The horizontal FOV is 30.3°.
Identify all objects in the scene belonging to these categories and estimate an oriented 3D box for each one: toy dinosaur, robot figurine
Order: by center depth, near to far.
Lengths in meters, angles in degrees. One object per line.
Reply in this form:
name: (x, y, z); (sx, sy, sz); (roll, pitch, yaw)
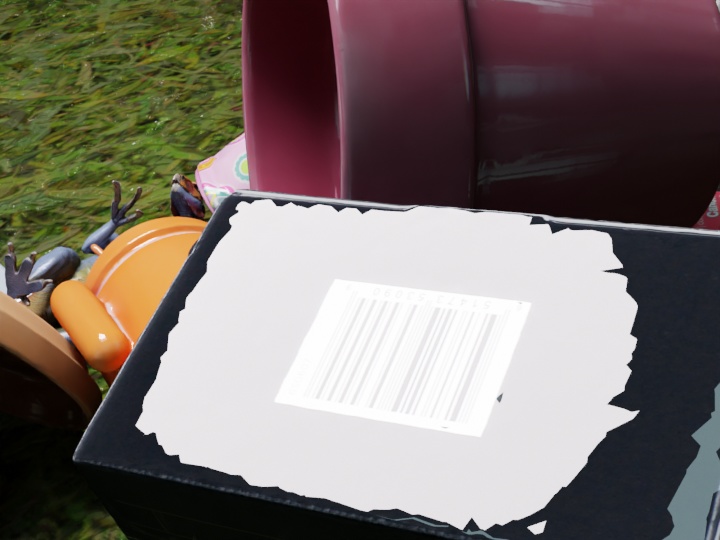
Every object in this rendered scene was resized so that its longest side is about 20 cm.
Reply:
robot figurine: (-0.093, 0.043, 0.774); (0.143, 0.118, 0.200); (-23, 37, -17)
toy dinosaur: (-0.182, -0.006, 0.916); (0.198, 0.106, 0.181); (-11, 12, 22)

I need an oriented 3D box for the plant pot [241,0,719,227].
plant pot: (0.052, -0.071, 0.577); (0.177, 0.202, 0.200); (-4, 30, -14)

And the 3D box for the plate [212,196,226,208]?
plate: (0.000, 0.000, 0.813); (0.198, 0.026, 0.200); (21, 8, -3)

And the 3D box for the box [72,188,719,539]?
box: (0.043, 0.090, 0.455); (0.198, 0.198, 0.125); (6, 51, 27)

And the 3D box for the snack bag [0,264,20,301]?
snack bag: (-0.355, 0.031, 0.972); (0.199, 0.022, 0.188); (-31, 37, -25)

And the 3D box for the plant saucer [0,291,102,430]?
plant saucer: (-0.239, 0.033, 0.769); (0.199, 0.201, 0.033); (11, 65, 32)

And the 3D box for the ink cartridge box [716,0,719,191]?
ink cartridge box: (0.241, -0.067, 0.717); (0.145, 0.201, 0.084); (26, 45, 17)

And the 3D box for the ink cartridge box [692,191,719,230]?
ink cartridge box: (0.113, 0.046, 0.671); (0.198, 0.149, 0.086); (-2, 33, 14)

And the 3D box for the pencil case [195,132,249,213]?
pencil case: (-0.015, -0.086, 0.923); (0.199, 0.088, 0.088); (-29, 31, 8)
